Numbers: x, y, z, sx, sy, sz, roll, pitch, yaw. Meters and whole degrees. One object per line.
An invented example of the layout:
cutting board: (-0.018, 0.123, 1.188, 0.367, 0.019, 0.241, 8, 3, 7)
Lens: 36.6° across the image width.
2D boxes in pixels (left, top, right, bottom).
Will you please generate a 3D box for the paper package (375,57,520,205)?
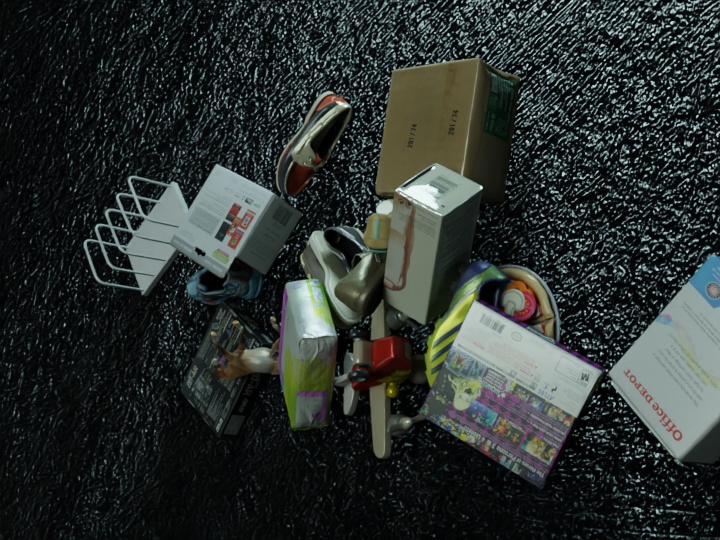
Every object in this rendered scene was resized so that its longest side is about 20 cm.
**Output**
paper package: (0.130, -0.201, 1.634, 0.190, 0.103, 0.201, 3, 82, 45)

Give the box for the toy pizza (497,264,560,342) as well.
toy pizza: (0.196, 0.090, 1.546, 0.200, 0.032, 0.201, -14, 71, 45)

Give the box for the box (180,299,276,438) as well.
box: (-0.240, 0.179, 1.981, 0.160, 0.043, 0.201, 39, 109, 44)

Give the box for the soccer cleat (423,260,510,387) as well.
soccer cleat: (0.150, 0.085, 1.528, 0.084, 0.065, 0.201, 26, 100, 39)

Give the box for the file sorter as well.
file sorter: (-0.452, -0.073, 2.209, 0.200, 0.124, 0.139, -49, 50, 27)

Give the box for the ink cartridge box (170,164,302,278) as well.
ink cartridge box: (-0.230, -0.076, 1.973, 0.200, 0.084, 0.176, 29, 87, 47)

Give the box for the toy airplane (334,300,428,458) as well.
toy airplane: (0.039, 0.154, 1.641, 0.199, 0.140, 0.201, -108, 23, -66)

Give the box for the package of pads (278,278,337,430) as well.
package of pads: (-0.087, 0.137, 1.732, 0.155, 0.068, 0.201, -110, 21, -52)

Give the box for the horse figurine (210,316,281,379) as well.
horse figurine: (-0.166, 0.137, 1.850, 0.199, 0.133, 0.050, -8, 41, 3)

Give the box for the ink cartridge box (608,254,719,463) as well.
ink cartridge box: (0.411, 0.107, 1.275, 0.200, 0.084, 0.145, -53, 47, 22)

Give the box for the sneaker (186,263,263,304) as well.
sneaker: (-0.271, 0.014, 2.015, 0.200, 0.095, 0.080, -10, 74, 45)

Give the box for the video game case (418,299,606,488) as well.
video game case: (0.202, 0.164, 1.466, 0.200, 0.036, 0.182, 29, 103, 21)

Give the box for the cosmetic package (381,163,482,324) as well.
cosmetic package: (0.100, -0.037, 1.553, 0.087, 0.103, 0.201, 30, 134, 27)

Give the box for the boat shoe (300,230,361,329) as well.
boat shoe: (-0.050, 0.024, 1.799, 0.060, 0.072, 0.200, -53, 44, 33)

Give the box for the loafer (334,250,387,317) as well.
loafer: (0.022, -0.004, 1.647, 0.067, 0.200, 0.076, 22, 121, 13)

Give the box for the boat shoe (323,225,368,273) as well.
boat shoe: (0.000, 0.000, 1.753, 0.073, 0.063, 0.200, -52, 49, 22)

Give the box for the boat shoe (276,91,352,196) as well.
boat shoe: (-0.080, -0.212, 1.889, 0.063, 0.071, 0.200, 42, 107, 41)

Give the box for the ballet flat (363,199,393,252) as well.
ballet flat: (0.048, -0.077, 1.645, 0.068, 0.200, 0.063, 1, 104, 9)
